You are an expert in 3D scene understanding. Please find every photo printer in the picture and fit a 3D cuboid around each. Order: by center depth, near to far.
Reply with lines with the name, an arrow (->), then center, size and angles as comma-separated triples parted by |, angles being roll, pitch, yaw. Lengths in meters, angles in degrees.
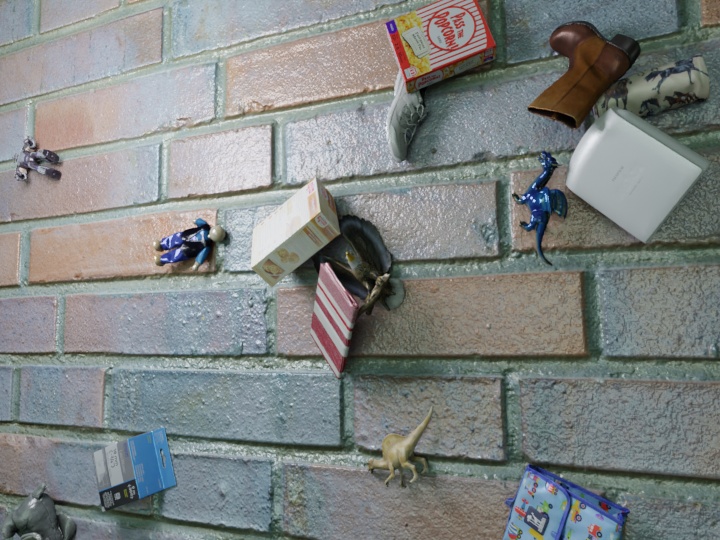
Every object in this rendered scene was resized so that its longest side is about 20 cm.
photo printer -> 0.470, -0.173, 0.951 | 0.199, 0.069, 0.169 | 42, 132, 21

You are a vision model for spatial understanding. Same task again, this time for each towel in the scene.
towel -> -0.056, 0.106, 1.123 | 0.145, 0.022, 0.205 | 52, 142, 39

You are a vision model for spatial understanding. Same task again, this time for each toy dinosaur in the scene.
toy dinosaur -> 0.090, 0.371, 1.093 | 0.199, 0.058, 0.102 | -43, 70, 13

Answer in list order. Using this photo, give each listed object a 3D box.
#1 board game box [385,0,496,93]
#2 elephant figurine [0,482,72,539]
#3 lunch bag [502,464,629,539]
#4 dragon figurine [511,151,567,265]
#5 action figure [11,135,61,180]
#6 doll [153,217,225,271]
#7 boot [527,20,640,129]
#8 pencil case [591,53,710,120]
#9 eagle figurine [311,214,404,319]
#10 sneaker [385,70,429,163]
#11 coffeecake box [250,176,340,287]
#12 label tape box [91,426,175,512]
board game box -> 0.164, -0.476, 1.122 | 0.193, 0.046, 0.156 | -20, 71, 5
elephant figurine -> -0.823, 0.696, 1.417 | 0.200, 0.156, 0.141 | 46, 58, 9
lunch bag -> 0.355, 0.459, 0.971 | 0.195, 0.093, 0.156 | 19, 93, 35
dragon figurine -> 0.347, -0.120, 1.014 | 0.098, 0.057, 0.208 | -28, 65, 48
action figure -> -0.969, -0.326, 1.597 | 0.194, 0.069, 0.136 | 12, 94, 26
doll -> -0.422, -0.064, 1.353 | 0.193, 0.048, 0.141 | -17, 70, 14
boot -> 0.378, -0.355, 0.997 | 0.200, 0.069, 0.187 | -46, 56, -7
pencil case -> 0.521, -0.314, 0.972 | 0.193, 0.090, 0.080 | -15, 51, 20
eagle figurine -> -0.002, -0.006, 1.149 | 0.147, 0.155, 0.201 | -17, 38, -20
sneaker -> 0.105, -0.331, 1.146 | 0.079, 0.074, 0.208 | 8, 87, 24
coffeecake box -> -0.145, -0.086, 1.186 | 0.197, 0.073, 0.156 | -36, 33, 16
label tape box -> -0.568, 0.495, 1.350 | 0.195, 0.063, 0.149 | -23, 77, 19
